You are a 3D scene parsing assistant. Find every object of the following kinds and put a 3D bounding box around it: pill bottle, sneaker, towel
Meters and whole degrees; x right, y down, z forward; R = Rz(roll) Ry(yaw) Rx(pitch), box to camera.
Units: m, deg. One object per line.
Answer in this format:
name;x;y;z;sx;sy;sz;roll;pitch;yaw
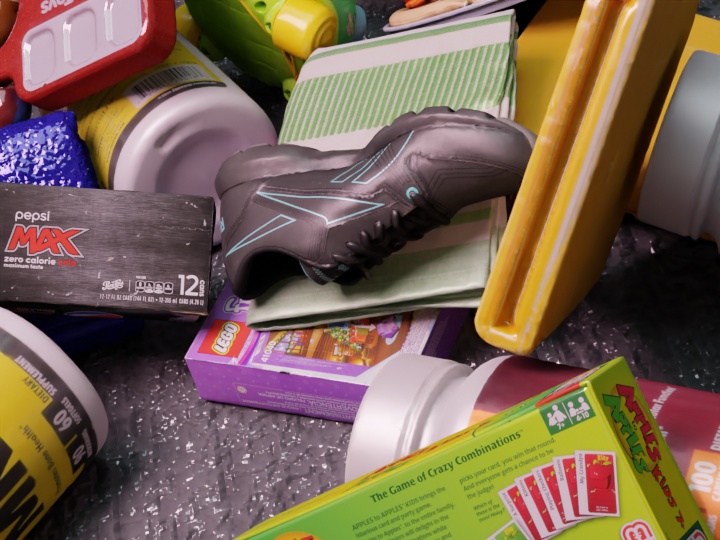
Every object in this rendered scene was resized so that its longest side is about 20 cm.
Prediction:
pill bottle;0.102;0.102;0.772;0.199;0.114;0.114;9;48;26
pill bottle;0.251;-0.038;0.841;0.199;0.114;0.114;20;51;13
pill bottle;-0.144;-0.106;1.075;0.111;0.112;0.200;-30;43;-14
sneaker;0.010;-0.031;0.879;0.199;0.075;0.080;-10;62;31
pill bottle;-0.235;0.121;0.860;0.114;0.115;0.200;17;52;32
towel;0.018;-0.059;0.947;0.152;0.023;0.201;-8;54;21
towel;-0.241;0.001;0.974;0.199;0.148;0.050;-20;3;-8

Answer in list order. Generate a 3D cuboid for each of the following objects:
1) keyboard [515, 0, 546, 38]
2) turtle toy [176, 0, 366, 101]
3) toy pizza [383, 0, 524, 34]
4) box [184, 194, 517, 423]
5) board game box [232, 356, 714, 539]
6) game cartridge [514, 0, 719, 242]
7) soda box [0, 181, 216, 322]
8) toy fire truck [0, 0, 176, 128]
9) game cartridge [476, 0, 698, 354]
keyboard;0.137;-0.128;1.078;0.127;0.021;0.200;7;48;24
turtle toy;-0.059;-0.194;1.081;0.145;0.200;0.101;29;69;20
toy pizza;0.106;-0.201;1.086;0.200;0.032;0.200;-20;11;4
box;0.000;0.000;0.970;0.136;0.039;0.200;7;47;23
board game box;0.046;0.125;0.714;0.200;0.102;0.048;-28;-4;29
game cartridge;0.180;-0.096;0.994;0.199;0.033;0.176;21;48;19
soda box;-0.184;-0.012;0.929;0.199;0.063;0.071;4;82;-10
toy fire truck;-0.198;-0.175;1.017;0.200;0.112;0.169;-18;66;32
game cartridge;0.118;-0.062;0.819;0.032;0.177;0.200;21;15;12
